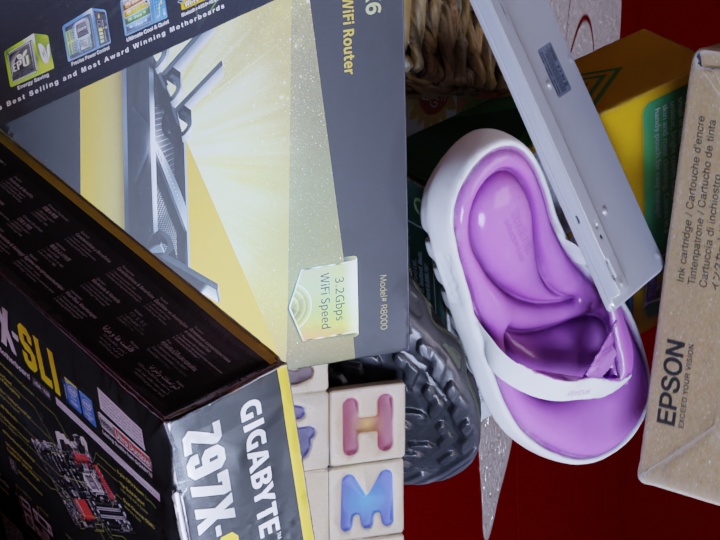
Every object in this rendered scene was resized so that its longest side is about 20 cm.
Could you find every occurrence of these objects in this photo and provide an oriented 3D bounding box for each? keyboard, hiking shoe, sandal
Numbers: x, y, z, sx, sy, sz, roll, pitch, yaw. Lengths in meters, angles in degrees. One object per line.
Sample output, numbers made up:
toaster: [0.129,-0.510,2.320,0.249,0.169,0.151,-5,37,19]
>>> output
keyboard: [0.078,-0.082,1.264,0.200,0.011,0.056,66,29,-8]
hiking shoe: [0.000,0.000,1.257,0.200,0.076,0.101,60,27,-32]
sandal: [0.083,0.023,1.280,0.083,0.050,0.203,-52,136,-15]

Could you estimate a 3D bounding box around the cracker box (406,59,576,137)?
cracker box: [0.022,-0.067,1.441,0.200,0.058,0.134,38,-63,54]

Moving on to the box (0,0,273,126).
box: [-0.081,-0.148,0.975,0.200,0.049,0.162,-26,129,-25]

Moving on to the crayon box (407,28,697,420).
crayon box: [0.096,-0.024,1.345,0.200,0.052,0.126,-25,127,-31]

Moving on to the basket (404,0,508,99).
basket: [-0.022,-0.177,1.323,0.143,0.149,0.201,8,85,-46]

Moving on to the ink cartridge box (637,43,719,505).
ink cartridge box: [0.200,-0.007,1.343,0.165,0.075,0.201,-18,118,-60]

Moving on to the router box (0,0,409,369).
router box: [-0.064,-0.056,1.116,0.052,0.157,0.201,-133,-143,-61]

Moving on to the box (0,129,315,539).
box: [-0.086,0.057,0.993,0.049,0.200,0.160,-25,128,-25]

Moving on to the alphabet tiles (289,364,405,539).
alphabet tiles: [-0.060,0.117,1.215,0.006,0.166,0.201,-140,-133,-64]
